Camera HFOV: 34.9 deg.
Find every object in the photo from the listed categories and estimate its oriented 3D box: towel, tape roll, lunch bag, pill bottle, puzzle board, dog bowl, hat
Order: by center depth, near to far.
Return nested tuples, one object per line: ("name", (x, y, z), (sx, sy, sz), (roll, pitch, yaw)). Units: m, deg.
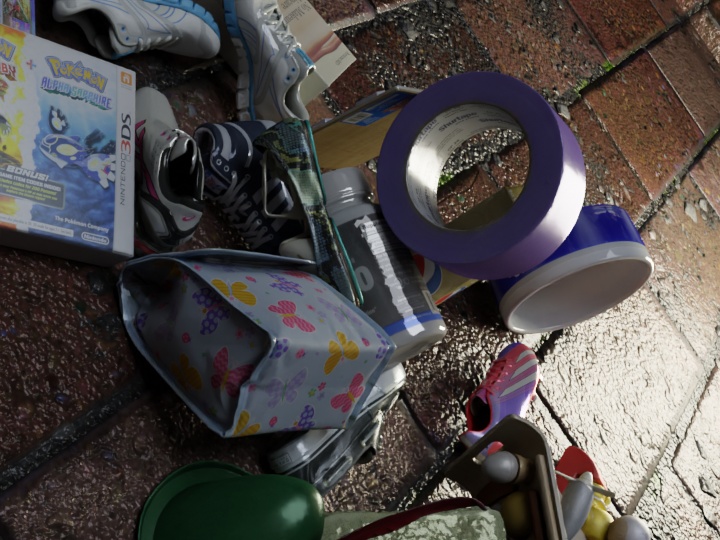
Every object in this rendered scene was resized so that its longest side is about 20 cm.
("hat", (-0.050, 0.194, 0.913), (0.166, 0.176, 0.200), (57, 36, 5))
("lunch bag", (-0.099, 0.046, 1.016), (0.170, 0.127, 0.200), (7, 24, -50))
("towel", (0.047, 0.283, 1.026), (0.200, 0.036, 0.148), (2, 59, -17))
("tape roll", (0.123, -0.095, 1.171), (0.085, 0.200, 0.200), (23, 43, -61))
("pill bottle", (0.000, 0.000, 1.204), (0.114, 0.114, 0.200), (-7, 67, -53))
("puzzle board", (0.009, -0.158, 1.271), (0.151, 0.200, 0.017), (1, 71, -51))
("dog bowl", (0.264, 0.001, 1.456), (0.200, 0.200, 0.079), (9, 53, -48))

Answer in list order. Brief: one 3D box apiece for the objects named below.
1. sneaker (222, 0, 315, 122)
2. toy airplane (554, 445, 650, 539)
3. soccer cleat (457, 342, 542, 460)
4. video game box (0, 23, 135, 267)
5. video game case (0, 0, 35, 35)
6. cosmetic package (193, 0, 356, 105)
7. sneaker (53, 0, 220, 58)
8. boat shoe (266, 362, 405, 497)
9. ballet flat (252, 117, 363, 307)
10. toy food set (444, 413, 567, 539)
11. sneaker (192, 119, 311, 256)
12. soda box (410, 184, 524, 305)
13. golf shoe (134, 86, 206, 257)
("sneaker", (-0.090, -0.242, 1.232), (0.075, 0.087, 0.200), (-47, 137, -50))
("toy airplane", (0.238, 0.299, 1.223), (0.200, 0.141, 0.199), (-8, 88, -68))
("soccer cleat", (0.161, 0.145, 1.332), (0.076, 0.067, 0.200), (38, 40, -17))
("video game box", (-0.282, -0.110, 0.971), (0.200, 0.047, 0.182), (14, 65, -45))
("video game case", (-0.381, -0.273, 1.019), (0.181, 0.045, 0.200), (19, 49, -41))
("cosmetic package", (-0.111, -0.282, 1.327), (0.200, 0.087, 0.103), (48, 33, -11))
("sneaker", (-0.231, -0.246, 1.165), (0.200, 0.075, 0.087), (19, 62, -39))
("boat shoe", (-0.014, 0.157, 1.108), (0.200, 0.072, 0.071), (-35, 99, -46))
("ballet flat", (-0.057, -0.048, 1.118), (0.074, 0.074, 0.200), (-10, 80, -54))
("toy food set", (0.135, 0.261, 1.130), (0.060, 0.144, 0.200), (13, 51, -23))
("sneaker", (-0.114, -0.061, 1.157), (0.108, 0.070, 0.200), (-1, 69, -43))
("soda box", (0.107, -0.015, 1.268), (0.068, 0.200, 0.064), (61, 27, 8))
("golf shoe", (-0.181, -0.106, 1.087), (0.073, 0.092, 0.200), (22, 41, -41))
